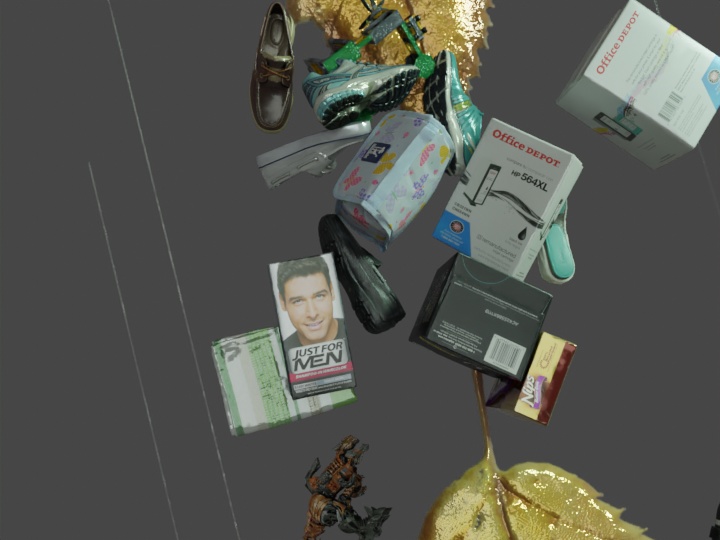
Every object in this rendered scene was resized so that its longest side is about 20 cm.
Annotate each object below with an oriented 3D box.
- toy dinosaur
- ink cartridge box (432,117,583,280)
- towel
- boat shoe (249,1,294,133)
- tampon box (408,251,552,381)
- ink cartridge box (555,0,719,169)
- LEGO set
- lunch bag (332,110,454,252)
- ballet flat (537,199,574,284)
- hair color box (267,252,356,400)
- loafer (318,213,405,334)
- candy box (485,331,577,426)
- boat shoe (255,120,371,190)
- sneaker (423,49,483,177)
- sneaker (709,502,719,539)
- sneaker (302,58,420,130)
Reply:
[{"bbox_3d":[-0.030,0.354,1.224,0.134,0.102,0.202,23,101,14],"label":"toy dinosaur"},{"bbox_3d":[0.220,-0.105,1.235,0.145,0.084,0.202,29,98,23],"label":"ink cartridge box"},{"bbox_3d":[-0.117,0.157,1.259,0.197,0.031,0.151,-14,87,-7],"label":"towel"},{"bbox_3d":[-0.136,-0.318,1.282,0.071,0.072,0.203,7,83,-3],"label":"boat shoe"},{"bbox_3d":[0.168,0.073,1.196,0.148,0.200,0.128,24,83,1],"label":"tampon box"},{"bbox_3d":[0.439,-0.285,1.279,0.199,0.146,0.148,34,83,0],"label":"ink cartridge box"},{"bbox_3d":[0.007,-0.323,1.293,0.200,0.116,0.154,-47,118,-3],"label":"LEGO set"},{"bbox_3d":[0.047,-0.137,1.211,0.127,0.200,0.170,37,84,1],"label":"lunch bag"},{"bbox_3d":[0.290,-0.076,1.288,0.068,0.069,0.203,-6,80,-4],"label":"ballet flat"},{"bbox_3d":[-0.073,0.081,1.220,0.098,0.061,0.203,-11,90,-7],"label":"hair color box"},{"bbox_3d":[0.000,0.000,1.266,0.070,0.068,0.202,-25,81,-27],"label":"loafer"},{"bbox_3d":[0.243,0.156,1.192,0.056,0.200,0.118,23,83,0],"label":"candy box"},{"bbox_3d":[-0.065,-0.174,1.251,0.198,0.073,0.066,-14,100,30],"label":"boat shoe"},{"bbox_3d":[0.152,-0.248,1.305,0.079,0.077,0.203,-10,89,-24],"label":"sneaker"},{"bbox_3d":[0.628,0.433,1.258,0.198,0.073,0.113,26,86,8],"label":"sneaker"},{"bbox_3d":[0.003,-0.279,1.195,0.199,0.078,0.087,-24,67,-35],"label":"sneaker"}]
